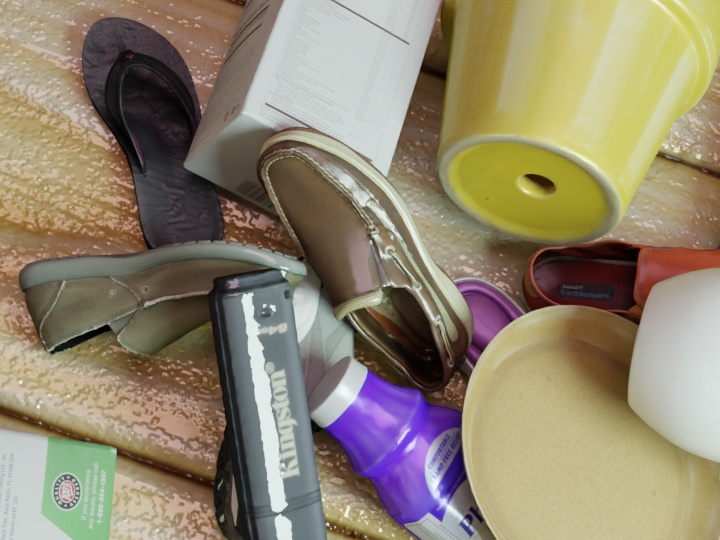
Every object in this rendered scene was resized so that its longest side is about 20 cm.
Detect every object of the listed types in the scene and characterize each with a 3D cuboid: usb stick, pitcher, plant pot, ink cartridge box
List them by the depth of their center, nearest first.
[{"bbox_3d":[-0.256,0.165,0.802,0.200,0.087,0.146,14,65,-28],"label":"ink cartridge box"},{"bbox_3d":[-0.055,0.100,0.844,0.055,0.033,0.201,-10,95,-25],"label":"usb stick"},{"bbox_3d":[0.268,0.092,0.849,0.200,0.121,0.172,13,104,19],"label":"pitcher"},{"bbox_3d":[0.147,0.120,0.882,0.200,0.027,0.201,10,65,-22],"label":"plant pot"},{"bbox_3d":[0.141,-0.129,0.955,0.200,0.201,0.189,20,63,-2],"label":"plant pot"}]

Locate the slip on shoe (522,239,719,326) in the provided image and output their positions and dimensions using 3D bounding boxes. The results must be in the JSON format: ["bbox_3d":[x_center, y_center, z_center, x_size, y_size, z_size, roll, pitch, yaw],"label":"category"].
[{"bbox_3d":[0.206,0.013,0.949,0.199,0.061,0.074,4,74,20],"label":"slip on shoe"}]

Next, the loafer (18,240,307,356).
[{"bbox_3d":[-0.129,0.021,0.906,0.199,0.075,0.070,-6,84,19],"label":"loafer"}]

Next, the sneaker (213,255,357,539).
[{"bbox_3d":[-0.043,0.088,0.911,0.079,0.074,0.201,23,66,-6],"label":"sneaker"}]

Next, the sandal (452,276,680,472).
[{"bbox_3d":[0.128,0.074,0.945,0.202,0.050,0.082,35,69,15],"label":"sandal"}]

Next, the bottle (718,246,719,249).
[{"bbox_3d":[0.311,-0.046,1.012,0.065,0.084,0.200,25,74,3],"label":"bottle"}]

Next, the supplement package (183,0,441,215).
[{"bbox_3d":[-0.027,-0.149,0.972,0.114,0.109,0.200,27,63,-19],"label":"supplement package"}]

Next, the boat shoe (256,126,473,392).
[{"bbox_3d":[0.005,-0.002,0.886,0.202,0.075,0.075,47,35,-21],"label":"boat shoe"}]

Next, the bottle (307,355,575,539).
[{"bbox_3d":[0.055,0.133,0.887,0.200,0.065,0.084,40,64,-11],"label":"bottle"}]

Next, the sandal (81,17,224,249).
[{"bbox_3d":[-0.143,-0.102,0.981,0.075,0.048,0.201,-18,73,-16],"label":"sandal"}]
